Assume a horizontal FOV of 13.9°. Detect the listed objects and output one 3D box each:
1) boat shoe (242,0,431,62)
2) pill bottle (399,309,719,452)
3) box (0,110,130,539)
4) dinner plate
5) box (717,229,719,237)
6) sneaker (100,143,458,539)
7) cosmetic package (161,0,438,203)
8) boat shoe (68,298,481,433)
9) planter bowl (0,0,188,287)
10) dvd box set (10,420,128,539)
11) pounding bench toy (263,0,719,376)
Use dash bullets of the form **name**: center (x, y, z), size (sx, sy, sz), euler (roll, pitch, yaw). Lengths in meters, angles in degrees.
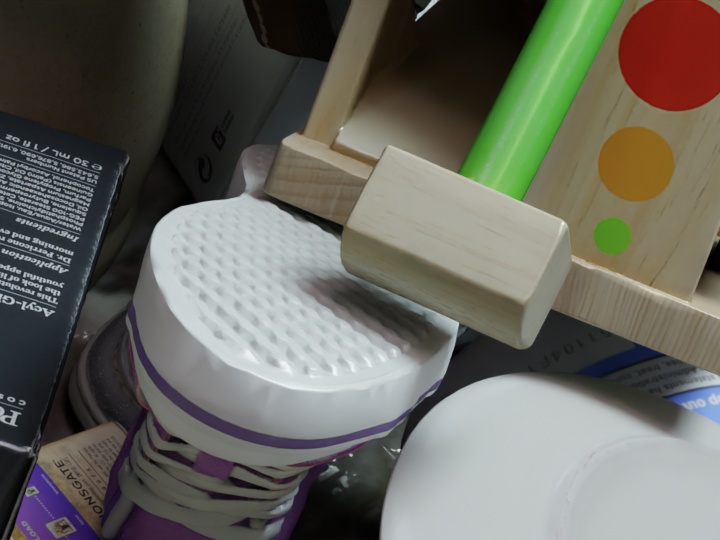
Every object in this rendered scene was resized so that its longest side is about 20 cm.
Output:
- **boat shoe**: center (-0.004, -0.140, 0.921), size (0.074, 0.076, 0.200), euler (4, 43, 19)
- **pill bottle**: center (0.098, 0.107, 0.802), size (0.112, 0.112, 0.200), euler (1, 47, -35)
- **box**: center (-0.170, 0.004, 0.722), size (0.200, 0.079, 0.141), euler (18, 29, -5)
- **dinner plate**: center (0.091, 0.098, 0.678), size (0.200, 0.024, 0.200), euler (28, 36, -23)
- **box**: center (0.185, 0.005, 0.830), size (0.200, 0.137, 0.039), euler (58, 10, 20)
- **sneaker**: center (-0.028, 0.042, 0.717), size (0.073, 0.115, 0.200), euler (25, 11, 2)
- **cosmetic package**: center (-0.037, -0.116, 0.984), size (0.113, 0.081, 0.200), euler (-8, 53, -39)
- **boat shoe**: center (0.002, 0.001, 0.877), size (0.202, 0.065, 0.074), euler (-23, 62, -33)
- **planter bowl**: center (-0.131, -0.099, 0.853), size (0.200, 0.135, 0.200), euler (20, 38, -16)
- **dvd box set**: center (-0.090, 0.121, 0.715), size (0.146, 0.029, 0.200), euler (48, 38, 19)
- **pounding bench toy**: center (0.063, -0.071, 0.717), size (0.124, 0.156, 0.200), euler (22, 12, 7)
